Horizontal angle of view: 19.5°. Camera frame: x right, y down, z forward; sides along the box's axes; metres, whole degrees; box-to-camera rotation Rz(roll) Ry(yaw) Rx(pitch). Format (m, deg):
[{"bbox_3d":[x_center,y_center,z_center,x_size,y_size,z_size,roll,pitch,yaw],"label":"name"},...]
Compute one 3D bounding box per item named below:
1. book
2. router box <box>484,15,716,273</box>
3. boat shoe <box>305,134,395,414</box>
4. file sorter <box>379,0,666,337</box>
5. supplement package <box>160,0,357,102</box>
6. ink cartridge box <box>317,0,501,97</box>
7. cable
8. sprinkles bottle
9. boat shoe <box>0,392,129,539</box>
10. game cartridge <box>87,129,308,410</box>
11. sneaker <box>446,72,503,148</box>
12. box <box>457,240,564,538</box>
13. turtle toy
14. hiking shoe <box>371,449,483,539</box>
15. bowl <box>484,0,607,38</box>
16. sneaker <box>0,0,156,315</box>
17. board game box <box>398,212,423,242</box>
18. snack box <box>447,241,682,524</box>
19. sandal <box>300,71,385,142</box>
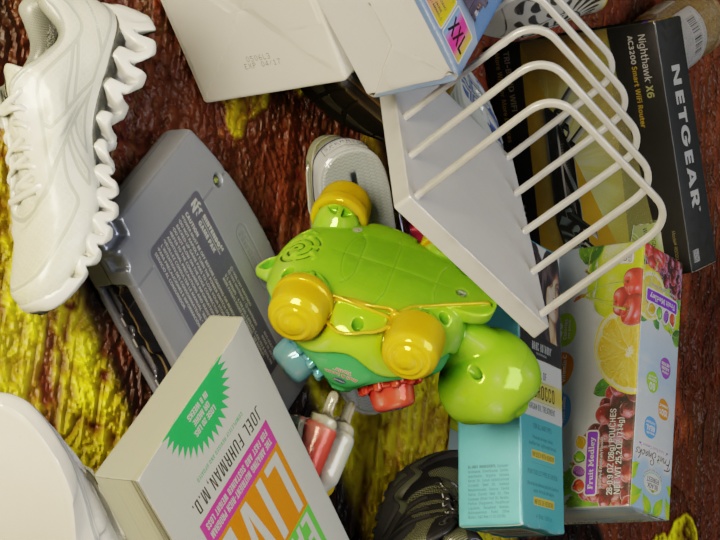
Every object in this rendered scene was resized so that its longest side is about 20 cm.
[{"bbox_3d":[-0.076,0.146,1.259,0.134,0.048,0.201,-57,136,-37],"label":"book"},{"bbox_3d":[0.192,-0.093,1.684,0.052,0.156,0.202,-19,100,-55],"label":"router box"},{"bbox_3d":[0.000,0.000,1.466,0.062,0.071,0.202,-127,-149,-68],"label":"boat shoe"},{"bbox_3d":[0.104,-0.089,1.364,0.139,0.124,0.201,42,23,-28],"label":"file sorter"},{"bbox_3d":[-0.033,-0.217,1.395,0.200,0.120,0.121,-51,126,-47],"label":"supplement package"},{"bbox_3d":[0.041,-0.229,1.334,0.137,0.076,0.201,60,40,-32],"label":"ink cartridge box"},{"bbox_3d":[-0.045,0.173,1.354,0.097,0.050,0.202,72,29,-70],"label":"cable"},{"bbox_3d":[0.264,-0.198,1.886,0.200,0.068,0.069,-36,115,-53],"label":"sprinkles bottle"},{"bbox_3d":[-0.167,0.147,1.198,0.201,0.071,0.069,62,21,-22],"label":"boat shoe"},{"bbox_3d":[-0.100,0.019,1.341,0.133,0.041,0.201,-53,128,-41],"label":"game cartridge"},{"bbox_3d":[0.053,-0.137,1.577,0.088,0.075,0.201,-76,146,-64],"label":"sneaker"},{"bbox_3d":[0.105,0.082,1.461,0.082,0.049,0.202,23,64,-61],"label":"box"},{"bbox_3d":[0.024,0.036,1.355,0.146,0.198,0.102,-66,174,-52],"label":"turtle toy"},{"bbox_3d":[0.056,0.198,1.490,0.200,0.100,0.076,-49,127,-47],"label":"hiking shoe"},{"bbox_3d":[0.080,-0.236,1.553,0.094,0.200,0.201,-43,128,-9],"label":"bowl"},{"bbox_3d":[-0.180,-0.072,1.213,0.081,0.075,0.202,26,61,-37],"label":"sneaker"},{"bbox_3d":[0.063,-0.008,1.506,0.200,0.039,0.160,50,28,-76],"label":"board game box"},{"bbox_3d":[0.153,0.089,1.590,0.067,0.168,0.202,25,66,-48],"label":"snack box"},{"bbox_3d":[0.031,-0.116,1.484,0.199,0.081,0.055,26,83,-32],"label":"sandal"}]
